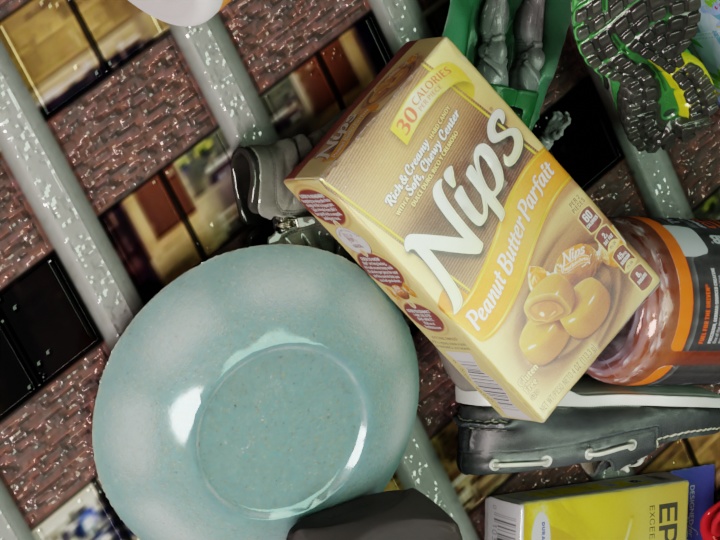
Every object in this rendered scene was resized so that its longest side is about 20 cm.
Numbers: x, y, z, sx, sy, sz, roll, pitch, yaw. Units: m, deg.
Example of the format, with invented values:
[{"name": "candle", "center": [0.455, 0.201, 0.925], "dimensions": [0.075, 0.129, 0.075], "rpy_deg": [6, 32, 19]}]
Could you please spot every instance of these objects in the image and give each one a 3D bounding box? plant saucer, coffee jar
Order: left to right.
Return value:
[{"name": "plant saucer", "center": [-0.051, 0.086, 1.491], "dimensions": [0.201, 0.039, 0.201], "rpy_deg": [-8, 112, -21]}, {"name": "coffee jar", "center": [0.002, 0.226, 1.519], "dimensions": [0.104, 0.085, 0.200], "rpy_deg": [-18, 126, -33]}]

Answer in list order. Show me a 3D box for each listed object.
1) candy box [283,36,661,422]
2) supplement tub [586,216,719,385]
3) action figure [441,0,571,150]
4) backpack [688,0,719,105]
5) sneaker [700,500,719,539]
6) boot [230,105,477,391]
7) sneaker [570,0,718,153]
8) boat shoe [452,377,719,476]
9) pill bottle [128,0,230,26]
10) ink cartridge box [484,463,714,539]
[{"name": "candy box", "center": [0.066, -0.022, 1.504], "dimensions": [0.200, 0.055, 0.115], "rpy_deg": [47, 72, -19]}, {"name": "supplement tub", "center": [0.197, 0.019, 1.654], "dimensions": [0.200, 0.107, 0.107], "rpy_deg": [1, 96, -37]}, {"name": "action figure", "center": [0.083, -0.091, 1.591], "dimensions": [0.118, 0.055, 0.200], "rpy_deg": [5, 98, -39]}, {"name": "backpack", "center": [0.275, -0.210, 1.653], "dimensions": [0.200, 0.147, 0.183], "rpy_deg": [47, 67, -28]}, {"name": "sneaker", "center": [0.287, 0.129, 1.741], "dimensions": [0.115, 0.078, 0.200], "rpy_deg": [-1, 97, -51]}, {"name": "boot", "center": [0.000, 0.000, 1.543], "dimensions": [0.131, 0.068, 0.200], "rpy_deg": [-27, 107, -23]}, {"name": "sneaker", "center": [0.157, -0.153, 1.588], "dimensions": [0.078, 0.085, 0.200], "rpy_deg": [-26, 147, -2]}, {"name": "boat shoe", "center": [0.144, 0.099, 1.652], "dimensions": [0.200, 0.076, 0.060], "rpy_deg": [2, 95, -25]}, {"name": "pill bottle", "center": [-0.058, -0.234, 1.426], "dimensions": [0.200, 0.112, 0.112], "rpy_deg": [-46, 120, -23]}, {"name": "ink cartridge box", "center": [0.165, 0.233, 1.702], "dimensions": [0.200, 0.047, 0.198], "rpy_deg": [-4, 98, -33]}]
